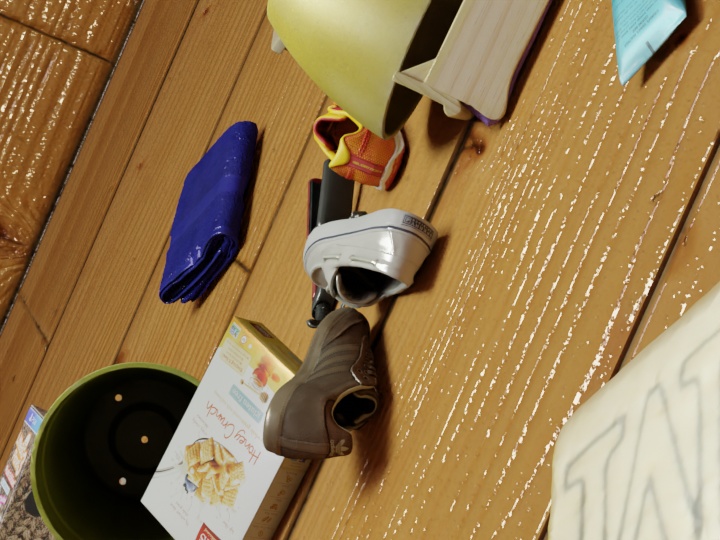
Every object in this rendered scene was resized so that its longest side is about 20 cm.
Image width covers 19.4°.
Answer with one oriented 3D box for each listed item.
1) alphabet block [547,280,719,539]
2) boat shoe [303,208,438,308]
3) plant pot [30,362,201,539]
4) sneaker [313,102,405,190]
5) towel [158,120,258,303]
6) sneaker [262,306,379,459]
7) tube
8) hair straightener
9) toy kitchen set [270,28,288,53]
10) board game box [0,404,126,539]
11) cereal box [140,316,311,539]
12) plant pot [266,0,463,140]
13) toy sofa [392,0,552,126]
[{"bbox_3d":[0.200,0.120,0.816,0.200,0.195,0.197,-48,24,45],"label":"alphabet block"},{"bbox_3d":[0.000,0.000,1.800,0.200,0.072,0.066,-13,50,60],"label":"boat shoe"},{"bbox_3d":[-0.212,0.176,2.044,0.193,0.200,0.201,-128,62,-84],"label":"plant pot"},{"bbox_3d":[-0.008,-0.139,1.984,0.073,0.077,0.200,-64,15,14],"label":"sneaker"},{"bbox_3d":[-0.169,-0.065,2.441,0.148,0.049,0.200,-43,28,39],"label":"towel"},{"bbox_3d":[-0.015,0.100,1.732,0.200,0.075,0.071,-56,-25,-55],"label":"sneaker"},{"bbox_3d":[0.202,-0.228,1.513,0.078,0.050,0.200,125,155,-45],"label":"tube"},{"bbox_3d":[-0.027,-0.029,1.956,0.077,0.041,0.200,-50,23,44],"label":"hair straightener"},{"bbox_3d":[-0.055,-0.262,2.135,0.200,0.163,0.181,-51,23,43],"label":"toy kitchen set"},{"bbox_3d":[-0.309,0.268,2.234,0.201,0.159,0.097,-68,18,-1],"label":"board game box"},{"bbox_3d":[-0.108,0.162,1.870,0.144,0.039,0.200,39,107,44],"label":"cereal box"},{"bbox_3d":[0.003,-0.233,1.836,0.200,0.142,0.200,-61,-9,-17],"label":"plant pot"},{"bbox_3d":[0.114,-0.220,1.737,0.201,0.097,0.083,-65,-8,6],"label":"toy sofa"}]
